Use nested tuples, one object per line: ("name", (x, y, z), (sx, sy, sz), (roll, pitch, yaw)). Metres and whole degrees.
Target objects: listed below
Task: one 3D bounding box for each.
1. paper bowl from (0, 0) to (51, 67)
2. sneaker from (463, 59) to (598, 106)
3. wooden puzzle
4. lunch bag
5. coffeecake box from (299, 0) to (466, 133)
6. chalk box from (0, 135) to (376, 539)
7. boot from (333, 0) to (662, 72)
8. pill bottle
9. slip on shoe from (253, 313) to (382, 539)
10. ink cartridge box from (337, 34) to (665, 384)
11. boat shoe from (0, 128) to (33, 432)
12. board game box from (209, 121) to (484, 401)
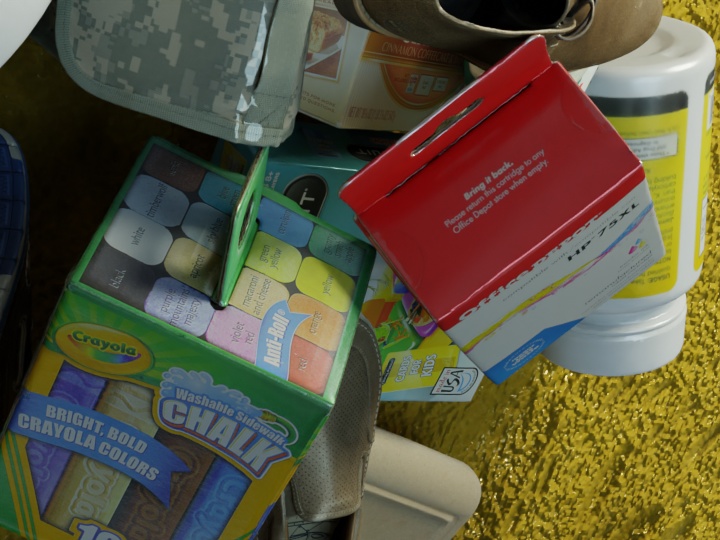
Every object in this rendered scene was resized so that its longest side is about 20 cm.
("paper bowl", (-0.189, -0.141, 0.629), (0.104, 0.201, 0.201), (35, 90, -42))
("sneaker", (0.111, -0.160, 0.815), (0.200, 0.070, 0.093), (-62, 166, -2))
("wooden puzzle", (-0.045, 0.172, 0.947), (0.185, 0.037, 0.200), (26, 105, -41))
("lunch bag", (-0.076, -0.161, 0.696), (0.117, 0.200, 0.165), (4, 110, -35))
("coffeecake box", (0.026, -0.175, 0.800), (0.153, 0.073, 0.201), (-7, 119, -64))
("chalk box", (-0.074, 0.034, 0.717), (0.124, 0.125, 0.200), (27, 127, -7))
("boot", (0.083, -0.118, 0.718), (0.200, 0.075, 0.074), (-3, 109, -43))
("pill bottle", (0.152, -0.045, 0.959), (0.114, 0.114, 0.201), (-17, 120, -27))
("slip on shoe", (-0.024, 0.109, 0.849), (0.076, 0.061, 0.201), (-3, 122, -29))
("ink cartridge box", (0.073, -0.021, 0.746), (0.116, 0.067, 0.200), (-38, 160, 3))
("boat shoe", (-0.197, 0.030, 0.779), (0.072, 0.072, 0.201), (50, 49, -77))
("board game box", (0.000, 0.000, 0.855), (0.199, 0.047, 0.151), (3, 125, -33))
